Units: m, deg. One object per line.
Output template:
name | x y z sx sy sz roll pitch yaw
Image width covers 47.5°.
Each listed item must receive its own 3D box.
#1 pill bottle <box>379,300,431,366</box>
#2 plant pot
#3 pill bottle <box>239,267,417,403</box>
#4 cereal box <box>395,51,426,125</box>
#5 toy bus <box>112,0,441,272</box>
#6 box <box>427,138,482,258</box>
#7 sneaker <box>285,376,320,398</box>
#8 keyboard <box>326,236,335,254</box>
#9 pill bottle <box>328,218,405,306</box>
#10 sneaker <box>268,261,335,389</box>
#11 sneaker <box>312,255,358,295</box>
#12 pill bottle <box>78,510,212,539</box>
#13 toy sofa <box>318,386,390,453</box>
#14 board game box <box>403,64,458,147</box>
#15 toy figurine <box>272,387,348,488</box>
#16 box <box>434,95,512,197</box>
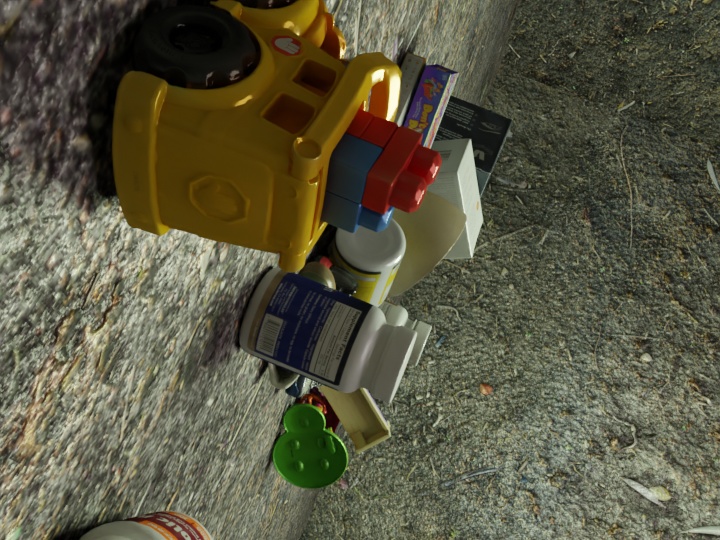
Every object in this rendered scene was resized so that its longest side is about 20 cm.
pill bottle | 0.038 0.117 1.676 0.114 0.199 0.115 22 90 -83
plant pot | 0.070 -0.073 1.441 0.200 0.134 0.200 -44 -167 12
pill bottle | -0.038 0.083 1.010 0.116 0.199 0.116 22 90 -83
cereal box | 0.058 -0.250 1.392 0.144 0.039 0.201 72 40 -79
toy bus | -0.036 -0.100 0.536 0.136 0.191 0.200 101 11 -48
box | 0.177 -0.146 1.678 0.152 0.106 0.201 -64 147 -52
sneaker | -0.069 0.170 1.467 0.077 0.085 0.200 -64 175 30
keyboard | 0.006 -0.111 1.343 0.200 0.011 0.056 -56 171 10
pill bottle | 0.000 0.000 1.330 0.200 0.112 0.112 110 6 -56
sneaker | -0.088 0.090 1.179 0.090 0.067 0.201 -68 178 -53
sneaker | -0.058 0.078 1.268 0.071 0.098 0.201 -58 169 -63
pill bottle | -0.201 0.278 0.726 0.200 0.114 0.115 80 33 -77
toy sofa | -0.020 0.260 1.665 0.083 0.200 0.098 -29 -166 5
board game box | 0.106 -0.250 1.404 0.134 0.045 0.201 -50 161 -71
toy figurine | -0.099 0.308 1.673 0.184 0.150 0.201 -85 167 -65
box | 0.208 -0.272 1.814 0.118 0.196 0.200 105 10 -51
